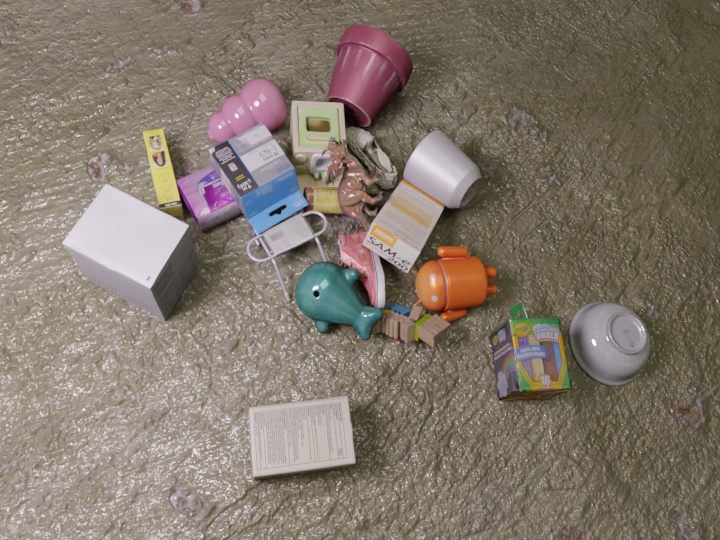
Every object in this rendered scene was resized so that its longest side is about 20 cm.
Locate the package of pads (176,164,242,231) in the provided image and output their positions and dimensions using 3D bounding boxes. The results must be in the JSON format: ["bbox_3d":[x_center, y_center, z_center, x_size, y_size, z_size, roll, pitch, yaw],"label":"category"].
[{"bbox_3d":[-0.305,-0.184,1.342,0.198,0.076,0.122,-28,74,-20],"label":"package of pads"}]

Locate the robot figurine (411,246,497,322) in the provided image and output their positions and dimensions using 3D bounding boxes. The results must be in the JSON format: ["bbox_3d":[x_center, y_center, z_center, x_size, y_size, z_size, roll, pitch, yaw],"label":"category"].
[{"bbox_3d":[0.210,0.032,1.330,0.195,0.146,0.118,-5,47,-13],"label":"robot figurine"}]

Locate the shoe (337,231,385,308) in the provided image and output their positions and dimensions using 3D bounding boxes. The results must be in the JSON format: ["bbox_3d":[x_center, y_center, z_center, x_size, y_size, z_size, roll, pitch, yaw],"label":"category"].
[{"bbox_3d":[0.000,0.000,1.323,0.089,0.072,0.203,-4,57,-9],"label":"shoe"}]

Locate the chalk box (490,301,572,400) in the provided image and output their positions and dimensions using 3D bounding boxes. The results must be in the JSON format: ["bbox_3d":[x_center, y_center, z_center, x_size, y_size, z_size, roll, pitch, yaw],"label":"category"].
[{"bbox_3d":[0.369,0.175,1.298,0.121,0.125,0.204,1,69,-9],"label":"chalk box"}]

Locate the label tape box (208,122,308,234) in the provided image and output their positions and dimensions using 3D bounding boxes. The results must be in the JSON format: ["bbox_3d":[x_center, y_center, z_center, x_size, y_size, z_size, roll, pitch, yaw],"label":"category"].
[{"bbox_3d":[-0.221,-0.206,1.292,0.143,0.063,0.202,-32,79,-20],"label":"label tape box"}]

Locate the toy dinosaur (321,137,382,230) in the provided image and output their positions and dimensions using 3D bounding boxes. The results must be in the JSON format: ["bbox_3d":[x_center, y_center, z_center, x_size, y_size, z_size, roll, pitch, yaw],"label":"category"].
[{"bbox_3d":[-0.023,-0.186,1.326,0.132,0.086,0.205,0,82,-9],"label":"toy dinosaur"}]

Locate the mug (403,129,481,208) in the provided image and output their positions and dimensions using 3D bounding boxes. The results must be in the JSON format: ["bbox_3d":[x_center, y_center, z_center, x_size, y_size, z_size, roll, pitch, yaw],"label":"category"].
[{"bbox_3d":[0.218,-0.239,1.409,0.153,0.151,0.186,40,61,20],"label":"mug"}]

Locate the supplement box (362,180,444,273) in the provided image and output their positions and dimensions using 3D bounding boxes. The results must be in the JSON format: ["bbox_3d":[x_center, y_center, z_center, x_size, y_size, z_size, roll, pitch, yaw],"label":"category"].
[{"bbox_3d":[0.102,-0.105,1.353,0.125,0.074,0.201,32,44,3],"label":"supplement box"}]

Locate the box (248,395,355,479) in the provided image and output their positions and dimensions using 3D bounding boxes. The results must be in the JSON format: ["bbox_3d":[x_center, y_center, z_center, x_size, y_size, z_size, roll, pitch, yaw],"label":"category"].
[{"bbox_3d":[-0.118,0.329,1.151,0.195,0.109,0.131,-3,68,-12],"label":"box"}]

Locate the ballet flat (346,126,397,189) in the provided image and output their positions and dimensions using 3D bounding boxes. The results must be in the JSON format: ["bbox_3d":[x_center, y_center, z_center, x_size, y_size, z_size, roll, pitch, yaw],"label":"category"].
[{"bbox_3d":[0.032,-0.293,1.456,0.071,0.072,0.201,-31,76,-20],"label":"ballet flat"}]

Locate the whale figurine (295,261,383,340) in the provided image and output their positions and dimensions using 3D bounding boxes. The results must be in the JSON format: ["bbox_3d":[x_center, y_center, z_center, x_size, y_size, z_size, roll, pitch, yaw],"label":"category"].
[{"bbox_3d":[-0.051,0.068,1.250,0.198,0.104,0.161,35,98,11],"label":"whale figurine"}]

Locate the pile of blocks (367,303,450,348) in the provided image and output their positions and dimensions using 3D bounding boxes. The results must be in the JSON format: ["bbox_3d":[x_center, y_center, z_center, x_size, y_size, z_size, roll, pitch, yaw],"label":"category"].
[{"bbox_3d":[0.099,0.123,1.297,0.196,0.063,0.082,14,38,20],"label":"pile of blocks"}]

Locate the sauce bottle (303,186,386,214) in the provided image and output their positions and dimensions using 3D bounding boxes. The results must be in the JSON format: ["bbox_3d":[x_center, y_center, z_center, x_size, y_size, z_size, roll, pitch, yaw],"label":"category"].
[{"bbox_3d":[-0.037,-0.164,1.389,0.195,0.066,0.067,1,68,-14],"label":"sauce bottle"}]

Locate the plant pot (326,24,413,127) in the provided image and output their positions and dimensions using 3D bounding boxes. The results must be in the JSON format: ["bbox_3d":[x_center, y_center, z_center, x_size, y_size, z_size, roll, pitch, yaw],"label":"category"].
[{"bbox_3d":[0.008,-0.472,1.465,0.197,0.200,0.182,27,81,1],"label":"plant pot"}]

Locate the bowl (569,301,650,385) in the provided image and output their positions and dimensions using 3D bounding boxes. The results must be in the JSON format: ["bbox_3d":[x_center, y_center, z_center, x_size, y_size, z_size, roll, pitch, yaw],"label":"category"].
[{"bbox_3d":[0.596,0.157,1.366,0.196,0.091,0.205,4,67,-8],"label":"bowl"}]

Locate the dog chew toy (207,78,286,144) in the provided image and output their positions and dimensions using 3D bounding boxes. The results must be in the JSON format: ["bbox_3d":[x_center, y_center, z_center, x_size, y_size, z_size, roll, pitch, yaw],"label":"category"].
[{"bbox_3d":[-0.276,-0.370,1.404,0.198,0.125,0.126,-33,77,-12],"label":"dog chew toy"}]

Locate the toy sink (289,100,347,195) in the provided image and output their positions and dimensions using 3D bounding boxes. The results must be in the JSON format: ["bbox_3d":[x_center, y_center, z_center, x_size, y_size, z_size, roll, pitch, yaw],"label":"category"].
[{"bbox_3d":[-0.101,-0.290,1.403,0.127,0.112,0.204,0,69,-10],"label":"toy sink"}]

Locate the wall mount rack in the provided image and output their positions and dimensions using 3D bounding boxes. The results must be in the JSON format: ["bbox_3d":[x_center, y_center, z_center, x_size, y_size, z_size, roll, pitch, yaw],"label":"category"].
[{"bbox_3d":[-0.150,-0.041,1.319,0.197,0.075,0.175,-27,72,-19],"label":"wall mount rack"}]

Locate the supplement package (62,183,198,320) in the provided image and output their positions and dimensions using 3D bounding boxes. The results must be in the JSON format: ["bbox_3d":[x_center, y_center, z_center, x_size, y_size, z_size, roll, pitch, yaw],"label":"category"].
[{"bbox_3d":[-0.451,-0.031,1.185,0.188,0.201,0.149,26,66,1],"label":"supplement package"}]

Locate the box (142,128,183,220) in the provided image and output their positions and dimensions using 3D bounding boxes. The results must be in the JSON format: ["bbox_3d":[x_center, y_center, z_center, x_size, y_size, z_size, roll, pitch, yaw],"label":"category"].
[{"bbox_3d":[-0.447,-0.214,1.329,0.049,0.076,0.203,-14,70,-18],"label":"box"}]
